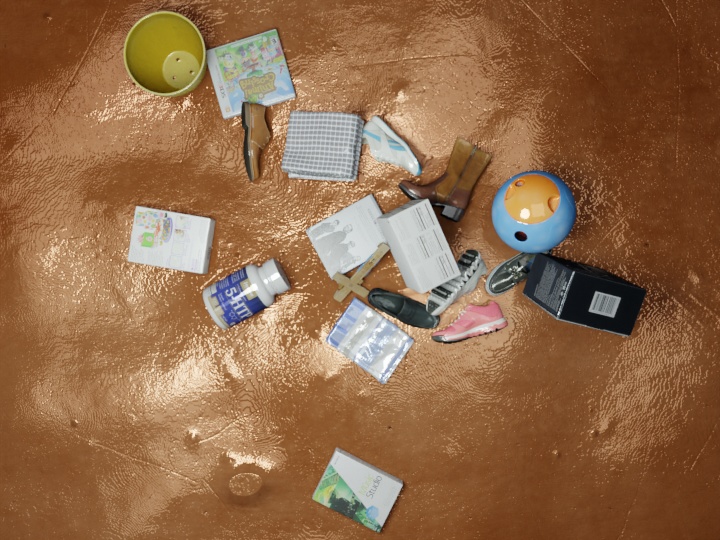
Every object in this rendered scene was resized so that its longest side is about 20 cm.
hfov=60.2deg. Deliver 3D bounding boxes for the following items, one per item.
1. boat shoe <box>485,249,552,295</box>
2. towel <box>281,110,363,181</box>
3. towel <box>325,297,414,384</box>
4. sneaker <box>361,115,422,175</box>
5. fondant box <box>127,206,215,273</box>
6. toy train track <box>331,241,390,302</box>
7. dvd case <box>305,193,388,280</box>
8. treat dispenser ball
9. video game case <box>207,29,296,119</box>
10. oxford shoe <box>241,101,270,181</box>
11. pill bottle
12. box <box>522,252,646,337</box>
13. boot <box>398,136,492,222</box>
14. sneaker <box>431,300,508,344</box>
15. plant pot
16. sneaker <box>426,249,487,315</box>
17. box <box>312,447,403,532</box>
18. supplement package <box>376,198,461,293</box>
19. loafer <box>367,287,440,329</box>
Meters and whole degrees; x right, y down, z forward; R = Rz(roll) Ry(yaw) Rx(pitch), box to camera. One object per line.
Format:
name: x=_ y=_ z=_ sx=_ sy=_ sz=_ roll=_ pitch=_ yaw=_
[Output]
boat shoe: x=0.407 y=-0.008 z=1.596 sx=0.200 sy=0.057 sz=0.069 roll=-38 pitch=90 yaw=2
towel: x=-0.100 y=-0.315 z=1.567 sx=0.199 sy=0.086 sz=0.167 roll=6 pitch=91 yaw=15
towel: x=0.024 y=0.184 z=1.623 sx=0.200 sy=0.024 sz=0.147 roll=36 pitch=94 yaw=0
sneaker: x=0.077 y=-0.302 z=1.580 sx=0.081 sy=0.076 sz=0.200 roll=-45 pitch=70 yaw=4
fondant box: x=-0.490 y=-0.078 z=1.614 sx=0.199 sy=0.058 sz=0.145 roll=10 pitch=91 yaw=0
toy train track: x=0.000 y=0.000 z=1.601 sx=0.114 sy=0.033 sz=0.200 roll=32 pitch=111 yaw=-29
dvd case: x=-0.023 y=-0.087 z=1.620 sx=0.199 sy=0.025 sz=0.151 roll=-28 pitch=90 yaw=1
treat dispenser ball: x=0.423 y=-0.144 z=1.520 sx=0.200 sy=0.201 sz=0.202 roll=0 pitch=91 yaw=1
video game case: x=-0.287 y=-0.511 z=1.617 sx=0.199 sy=0.022 sz=0.183 roll=-16 pitch=91 yaw=1
oxford shoe: x=-0.266 y=-0.330 z=1.601 sx=0.071 sy=0.071 sz=0.201 roll=-3 pitch=101 yaw=-24
pill bottle: x=-0.287 y=0.054 z=1.582 sx=0.199 sy=0.120 sz=0.120 roll=-29 pitch=91 yaw=2
box: x=0.534 y=0.054 z=1.499 sx=0.199 sy=0.197 sz=0.125 roll=13 pitch=101 yaw=-13
boot: x=0.216 y=-0.252 z=1.590 sx=0.187 sy=0.068 sz=0.201 roll=25 pitch=90 yaw=3
sneaker: x=0.275 y=0.134 z=1.606 sx=0.199 sy=0.074 sz=0.087 roll=-15 pitch=77 yaw=-2
plant pot: x=-0.470 y=-0.523 z=1.561 sx=0.199 sy=0.142 sz=0.201 roll=0 pitch=91 yaw=2
sneaker: x=0.250 y=0.043 z=1.586 sx=0.200 sy=0.075 sz=0.081 roll=-48 pitch=128 yaw=-3
box: x=-0.007 y=0.576 z=1.629 sx=0.199 sy=0.036 sz=0.145 roll=26 pitch=91 yaw=1
supplement package: x=0.139 y=-0.062 z=1.535 sx=0.110 sy=0.156 sz=0.201 roll=-25 pitch=98 yaw=-7
loafer: x=0.111 y=0.101 z=1.598 sx=0.200 sy=0.070 sz=0.068 roll=23 pitch=91 yaw=0
